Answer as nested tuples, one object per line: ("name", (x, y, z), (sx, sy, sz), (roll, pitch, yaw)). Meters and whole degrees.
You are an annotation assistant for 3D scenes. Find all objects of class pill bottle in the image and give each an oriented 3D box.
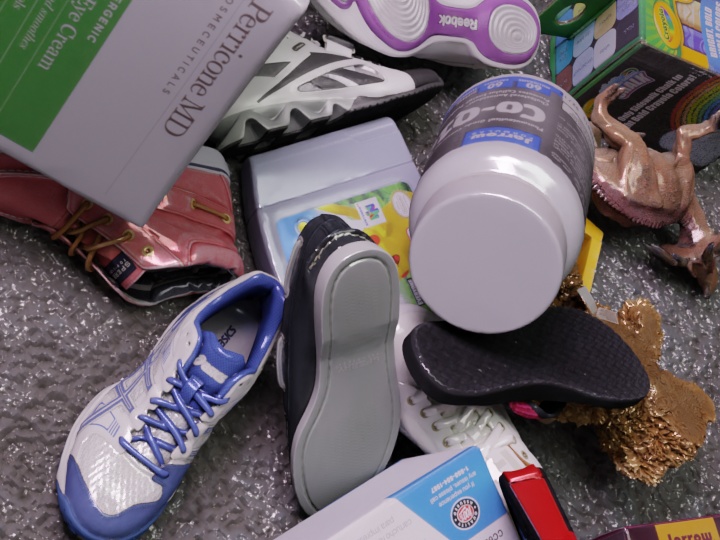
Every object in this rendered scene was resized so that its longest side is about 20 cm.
("pill bottle", (0.093, -0.046, 1.022), (0.114, 0.114, 0.200), (40, 26, -9))

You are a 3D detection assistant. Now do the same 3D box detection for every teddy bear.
("teddy bear", (0.160, 0.061, 1.110), (0.200, 0.067, 0.145), (36, 44, -15))

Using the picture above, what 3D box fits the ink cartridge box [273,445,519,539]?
("ink cartridge box", (0.040, 0.228, 0.939), (0.146, 0.086, 0.201), (-27, 93, -37))

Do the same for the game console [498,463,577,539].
("game console", (0.138, 0.227, 0.920), (0.177, 0.031, 0.201), (-110, 177, -59))

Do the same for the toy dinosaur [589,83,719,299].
("toy dinosaur", (0.219, -0.058, 1.202), (0.199, 0.086, 0.137), (11, 67, -28))

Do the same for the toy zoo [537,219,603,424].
("toy zoo", (0.112, -0.002, 1.157), (0.131, 0.020, 0.201), (30, 56, -16))

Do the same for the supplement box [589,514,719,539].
("supplement box", (0.219, 0.273, 1.047), (0.110, 0.086, 0.201), (-2, 68, -31))

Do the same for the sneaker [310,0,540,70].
("sneaker", (0.034, -0.185, 1.153), (0.199, 0.099, 0.075), (13, 87, -33))

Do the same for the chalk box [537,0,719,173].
("chalk box", (0.230, -0.185, 1.253), (0.199, 0.125, 0.125), (20, 58, -23))

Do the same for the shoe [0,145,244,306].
("shoe", (-0.164, -0.033, 0.973), (0.199, 0.071, 0.092), (3, 60, -35))

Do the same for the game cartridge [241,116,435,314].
("game cartridge", (0.000, 0.000, 1.064), (0.133, 0.040, 0.201), (-20, 77, -20))

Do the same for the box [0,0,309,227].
("box", (-0.136, -0.180, 0.913), (0.171, 0.199, 0.201), (29, 39, -18))

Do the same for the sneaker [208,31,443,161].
("sneaker", (-0.029, -0.138, 1.104), (0.199, 0.074, 0.089), (-13, 76, -35))

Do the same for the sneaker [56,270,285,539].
("sneaker", (-0.112, 0.074, 0.941), (0.075, 0.088, 0.201), (37, 54, -9))

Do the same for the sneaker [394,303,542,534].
("sneaker", (0.077, 0.108, 1.006), (0.073, 0.085, 0.201), (-37, 107, -17))

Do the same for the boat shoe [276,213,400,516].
("boat shoe", (-0.016, 0.060, 0.971), (0.075, 0.201, 0.060), (-6, 31, -28))

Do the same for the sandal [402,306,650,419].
("sandal", (0.104, 0.064, 1.010), (0.199, 0.045, 0.075), (2, 49, -34))
